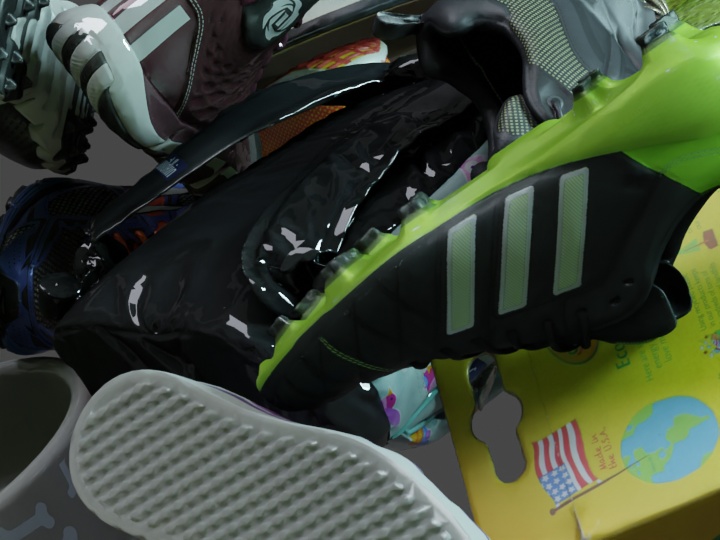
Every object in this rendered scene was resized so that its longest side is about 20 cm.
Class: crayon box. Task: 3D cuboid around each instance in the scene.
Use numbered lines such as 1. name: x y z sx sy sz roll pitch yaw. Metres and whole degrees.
1. crayon box: 0.126 0.025 0.899 0.199 0.051 0.127 -23 48 11

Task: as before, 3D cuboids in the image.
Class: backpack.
1. backpack: 0.000 0.000 1.078 0.167 0.127 0.200 9 40 46

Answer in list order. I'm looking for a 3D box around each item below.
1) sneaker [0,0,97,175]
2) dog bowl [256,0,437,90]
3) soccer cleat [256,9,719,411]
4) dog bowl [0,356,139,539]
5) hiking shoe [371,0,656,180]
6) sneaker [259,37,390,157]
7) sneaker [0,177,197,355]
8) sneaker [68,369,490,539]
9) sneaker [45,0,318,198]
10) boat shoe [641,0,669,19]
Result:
1. sneaker: -0.160 -0.088 1.138 0.090 0.067 0.200 11 -8 9
2. dog bowl: -0.007 -0.136 1.301 0.199 0.074 0.200 -20 -3 -1
3. soccer cleat: 0.053 0.000 0.880 0.200 0.081 0.068 -35 2 22
4. dog bowl: -0.175 0.107 1.142 0.199 0.059 0.200 -24 20 10
5. hiking shoe: 0.091 -0.034 1.002 0.100 0.076 0.200 -27 59 -29
6. sneaker: -0.034 -0.046 1.310 0.073 0.077 0.200 -20 -2 -24
7. sneaker: -0.086 -0.007 1.213 0.078 0.076 0.200 4 13 34
8. sneaker: 0.005 0.094 0.901 0.200 0.114 0.073 32 90 46
9. sneaker: -0.045 -0.092 1.141 0.115 0.076 0.200 -39 -11 4
10. boat shoe: 0.109 -0.101 1.250 0.073 0.075 0.200 -36 23 -19
